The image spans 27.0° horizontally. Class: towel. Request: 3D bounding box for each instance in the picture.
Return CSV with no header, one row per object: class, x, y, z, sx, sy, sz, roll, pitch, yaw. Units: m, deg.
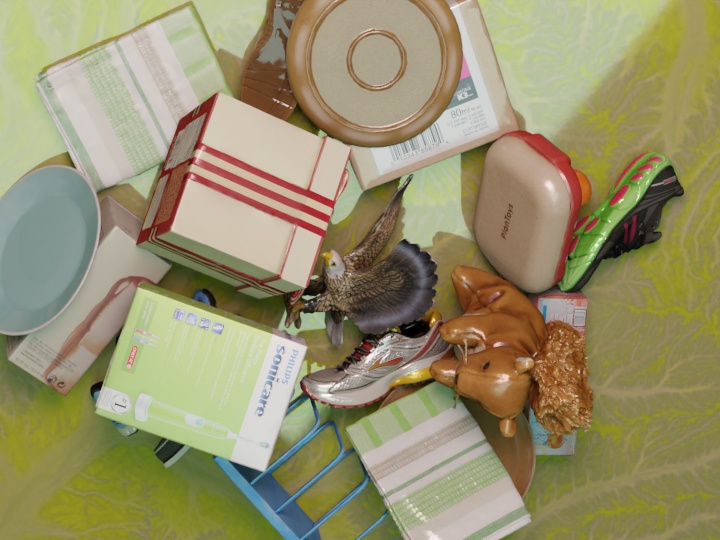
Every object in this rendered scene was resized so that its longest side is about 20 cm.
towel,0.088,0.237,1.731,0.148,0.031,0.201,-24,67,-19
towel,-0.250,-0.195,1.705,0.198,0.031,0.151,-25,108,0

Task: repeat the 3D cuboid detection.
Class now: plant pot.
plant pot,0.107,0.216,1.771,0.197,0.028,0.202,2,63,-4
plant pot,0.017,-0.232,1.647,0.197,0.028,0.203,-1,105,-4

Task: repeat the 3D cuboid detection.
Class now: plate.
plate,-0.359,-0.021,1.683,0.201,0.200,0.025,-50,141,9

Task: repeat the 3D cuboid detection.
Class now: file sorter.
file sorter,-0.070,0.234,1.786,0.122,0.139,0.201,-39,105,3

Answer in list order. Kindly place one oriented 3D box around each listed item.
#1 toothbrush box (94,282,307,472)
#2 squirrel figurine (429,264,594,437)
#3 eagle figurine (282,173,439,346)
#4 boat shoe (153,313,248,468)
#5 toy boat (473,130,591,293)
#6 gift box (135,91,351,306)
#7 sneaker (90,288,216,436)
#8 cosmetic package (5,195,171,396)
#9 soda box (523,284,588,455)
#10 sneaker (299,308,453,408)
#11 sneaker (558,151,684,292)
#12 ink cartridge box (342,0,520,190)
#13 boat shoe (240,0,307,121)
toothbrush box,-0.174,0.116,1.648,0.198,0.086,0.147,19,92,-4
squirrel figurine,0.178,0.107,1.676,0.198,0.187,0.143,16,106,-8
eagle figurine,-0.001,0.000,1.719,0.198,0.151,0.153,-23,96,9
boat shoe,-0.187,0.143,1.786,0.060,0.072,0.202,38,92,-9
toy boat,0.213,-0.075,1.725,0.130,0.130,0.201,-26,143,-30
gift box,-0.122,-0.079,1.644,0.185,0.200,0.187,22,82,-18
sneaker,-0.245,0.098,1.764,0.090,0.078,0.201,39,97,-8
cosmetic package,-0.314,0.029,1.721,0.087,0.104,0.200,36,101,-25
soda box,0.231,0.119,1.816,0.063,0.068,0.203,2,105,-5
sneaker,0.016,0.100,1.775,0.198,0.078,0.083,-21,114,-21
sneaker,0.310,-0.046,1.767,0.084,0.077,0.200,42,89,-19
ink cartridge box,0.062,-0.206,1.710,0.198,0.075,0.166,-21,107,2
boat shoe,-0.083,-0.253,1.690,0.072,0.063,0.202,20,104,1
